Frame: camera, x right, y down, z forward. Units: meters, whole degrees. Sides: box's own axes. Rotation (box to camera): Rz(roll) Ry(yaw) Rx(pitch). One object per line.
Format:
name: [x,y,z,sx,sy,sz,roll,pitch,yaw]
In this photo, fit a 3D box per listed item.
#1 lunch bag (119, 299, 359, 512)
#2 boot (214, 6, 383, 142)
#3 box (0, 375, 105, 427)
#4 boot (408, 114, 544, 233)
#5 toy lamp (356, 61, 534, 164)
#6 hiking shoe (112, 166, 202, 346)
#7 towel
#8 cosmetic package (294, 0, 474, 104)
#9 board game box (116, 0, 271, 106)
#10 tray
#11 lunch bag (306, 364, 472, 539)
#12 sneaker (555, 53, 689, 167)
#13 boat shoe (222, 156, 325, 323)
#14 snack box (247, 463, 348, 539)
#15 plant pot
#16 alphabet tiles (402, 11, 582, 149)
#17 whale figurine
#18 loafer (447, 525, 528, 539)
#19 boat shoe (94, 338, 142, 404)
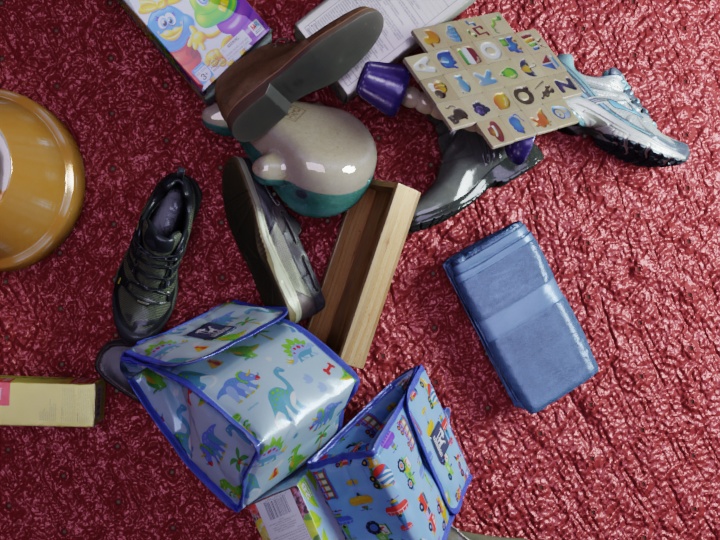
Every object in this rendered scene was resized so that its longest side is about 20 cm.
lunch bag: [-0.129,0.119,1.149,0.199,0.169,0.129,37,128,24]
boot: [-0.069,-0.225,1.148,0.199,0.074,0.076,-34,60,3]
box: [-0.386,0.143,1.207,0.196,0.075,0.051,3,89,-3]
boot: [0.103,-0.137,1.256,0.198,0.068,0.132,-31,87,-11]
toy lamp: [0.092,-0.175,1.191,0.197,0.058,0.059,20,88,-10]
hiking shoe: [-0.231,-0.017,1.202,0.075,0.101,0.203,14,84,-1]
towel: [0.186,0.054,1.262,0.111,0.049,0.202,-28,91,-4]
cosmetic package: [0.031,-0.293,1.242,0.199,0.073,0.104,-37,93,-4]
board game box: [-0.200,-0.298,1.210,0.105,0.103,0.200,-42,92,-4]
tray: [0.000,0.000,1.222,0.037,0.098,0.203,18,89,-29]
lunch bag: [0.052,0.212,1.197,0.093,0.200,0.152,-18,106,35]
sneaker: [0.296,-0.186,1.259,0.198,0.078,0.087,25,84,-4]
boat shoe: [-0.098,-0.036,1.237,0.065,0.072,0.203,-14,77,-33]
snack box: [-0.034,0.308,1.179,0.067,0.169,0.202,-25,90,13]
plant pot: [-0.405,-0.100,1.153,0.197,0.183,0.204,0,89,-4]
alphabet tiles: [0.147,-0.210,1.190,0.198,0.006,0.168,-19,66,-33]
whale figurine: [-0.081,-0.131,1.219,0.198,0.160,0.105,24,131,9]
loafer: [0.164,0.334,1.252,0.198,0.075,0.070,32,76,-8]
boat shoe: [-0.203,0.130,1.220,0.197,0.073,0.075,23,88,-4]
